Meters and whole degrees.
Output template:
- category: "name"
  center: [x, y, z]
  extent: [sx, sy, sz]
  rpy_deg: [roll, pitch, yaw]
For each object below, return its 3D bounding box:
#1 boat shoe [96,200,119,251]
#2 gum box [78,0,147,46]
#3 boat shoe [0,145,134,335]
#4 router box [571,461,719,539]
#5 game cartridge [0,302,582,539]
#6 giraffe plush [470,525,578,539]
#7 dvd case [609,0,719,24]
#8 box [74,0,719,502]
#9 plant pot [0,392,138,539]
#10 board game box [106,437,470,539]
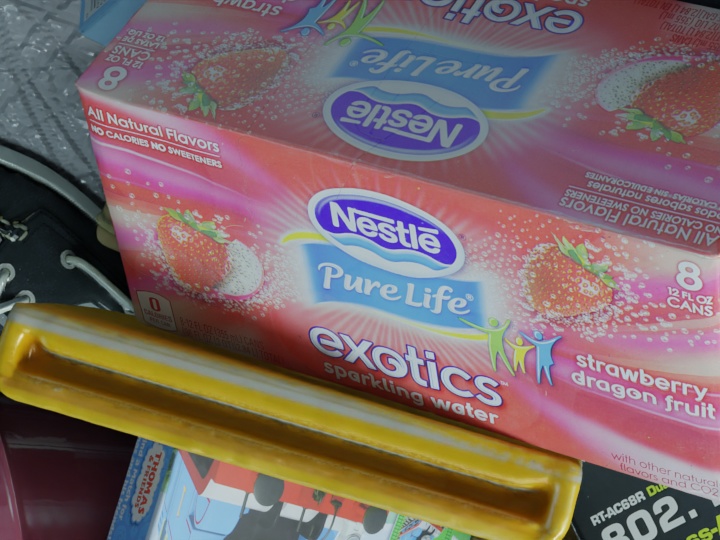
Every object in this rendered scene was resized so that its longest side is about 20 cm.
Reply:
- category: "boat shoe"
  center: [0.000, 0.000, 0.861]
  extent: [0.200, 0.073, 0.063]
  rpy_deg: [27, 100, -16]
- category: "gum box"
  center: [0.037, -0.094, 0.772]
  extent: [0.200, 0.045, 0.170]
  rpy_deg: [26, 136, -32]
- category: "boat shoe"
  center: [-0.123, 0.010, 0.902]
  extent: [0.200, 0.060, 0.076]
  rpy_deg: [26, 136, -31]
- category: "router box"
  center: [0.184, 0.083, 0.887]
  extent: [0.200, 0.150, 0.062]
  rpy_deg: [-30, 166, 17]
- category: "game cartridge"
  center: [-0.014, 0.049, 0.768]
  extent: [0.176, 0.032, 0.200]
  rpy_deg: [16, 178, 6]
- category: "giraffe plush"
  center: [0.140, 0.179, 1.054]
  extent: [0.162, 0.173, 0.200]
  rpy_deg: [-23, 151, -42]
- category: "dvd case"
  center: [0.075, -0.083, 0.677]
  extent: [0.150, 0.025, 0.200]
  rpy_deg: [28, 144, 10]
- category: "box"
  center: [0.031, -0.024, 0.675]
  extent: [0.200, 0.095, 0.103]
  rpy_deg: [16, 139, 24]
- category: "plant pot"
  center: [-0.129, 0.135, 0.982]
  extent: [0.179, 0.200, 0.200]
  rpy_deg: [-3, 147, -24]
- category: "board game box"
  center: [-0.037, 0.140, 0.918]
  extent: [0.151, 0.200, 0.037]
  rpy_deg: [21, 173, -35]
